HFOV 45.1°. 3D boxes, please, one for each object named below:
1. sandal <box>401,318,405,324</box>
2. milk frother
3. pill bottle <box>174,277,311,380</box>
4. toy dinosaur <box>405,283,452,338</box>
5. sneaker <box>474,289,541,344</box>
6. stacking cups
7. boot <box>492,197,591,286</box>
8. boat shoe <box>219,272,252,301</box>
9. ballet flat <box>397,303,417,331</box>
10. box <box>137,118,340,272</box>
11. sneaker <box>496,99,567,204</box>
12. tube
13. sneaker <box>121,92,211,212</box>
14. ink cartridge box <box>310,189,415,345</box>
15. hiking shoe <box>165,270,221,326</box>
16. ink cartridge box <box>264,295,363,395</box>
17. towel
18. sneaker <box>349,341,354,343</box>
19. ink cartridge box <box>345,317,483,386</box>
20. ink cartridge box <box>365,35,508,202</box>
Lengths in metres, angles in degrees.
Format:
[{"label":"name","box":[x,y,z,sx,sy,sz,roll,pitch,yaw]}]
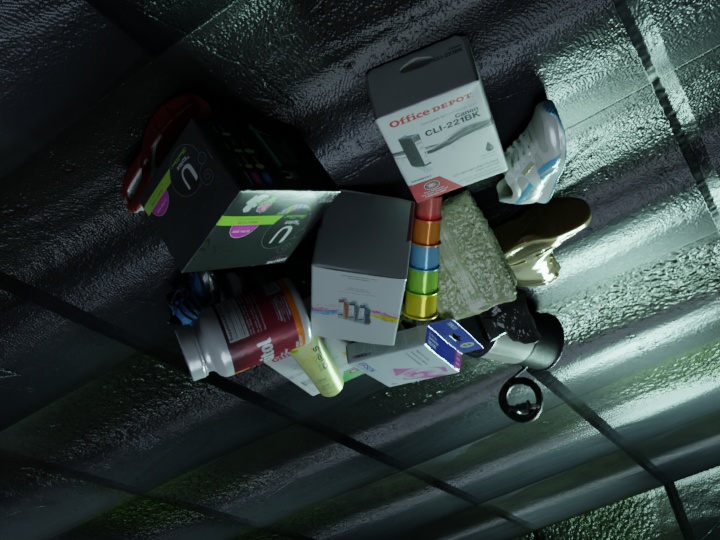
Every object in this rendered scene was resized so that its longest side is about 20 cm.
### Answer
[{"label":"sandal","box":[0.044,0.106,1.635,0.074,0.049,0.202,-5,145,-3]},{"label":"milk frother","box":[0.282,0.177,1.688,0.186,0.203,0.180,13,144,-33]},{"label":"pill bottle","box":[-0.184,0.097,1.366,0.197,0.114,0.114,-21,150,-14]},{"label":"toy dinosaur","box":[0.109,0.025,1.550,0.199,0.106,0.181,39,141,-10]},{"label":"sneaker","box":[0.251,0.050,1.555,0.103,0.060,0.203,-23,106,-8]},{"label":"stacking cups","box":[0.102,-0.024,1.361,0.059,0.061,0.204,-3,113,-14]},{"label":"boot","box":[0.321,-0.042,1.487,0.198,0.074,0.155,-27,144,23]},{"label":"boat shoe","box":[-0.200,0.064,1.482,0.065,0.070,0.202,-20,147,-21]},{"label":"ballet flat","box":[0.058,0.075,1.521,0.062,0.068,0.200,-28,144,6]},{"label":"box","box":[-0.154,-0.097,1.121,0.199,0.125,0.149,-9,146,-54]},{"label":"sneaker","box":[0.251,-0.166,1.278,0.079,0.078,0.202,-6,145,-5]},{"label":"tube","box":[-0.083,0.153,1.514,0.058,0.051,0.201,-49,143,-19]},{"label":"sneaker","box":[-0.230,-0.155,1.159,0.114,0.079,0.200,-3,149,-48]},{"label":"ink cartridge box","box":[0.000,0.000,1.347,0.142,0.148,0.201,8,147,0]},{"label":"hiking shoe","box":[-0.273,0.044,1.413,0.085,0.075,0.201,-4,146,-14]},{"label":"ink cartridge box","box":[-0.084,0.140,1.610,0.143,0.089,0.200,-24,146,16]},{"label":"towel","box":[0.159,-0.017,1.410,0.146,0.037,0.202,-23,107,16]},{"label":"sneaker","box":[-0.010,0.080,1.537,0.069,0.095,0.200,-23,143,20]},{"label":"ink cartridge box","box":[0.101,0.151,1.532,0.197,0.044,0.196,-15,155,21]},{"label":"ink cartridge box","box":[0.106,-0.198,1.170,0.142,0.085,0.201,-19,146,11]}]
